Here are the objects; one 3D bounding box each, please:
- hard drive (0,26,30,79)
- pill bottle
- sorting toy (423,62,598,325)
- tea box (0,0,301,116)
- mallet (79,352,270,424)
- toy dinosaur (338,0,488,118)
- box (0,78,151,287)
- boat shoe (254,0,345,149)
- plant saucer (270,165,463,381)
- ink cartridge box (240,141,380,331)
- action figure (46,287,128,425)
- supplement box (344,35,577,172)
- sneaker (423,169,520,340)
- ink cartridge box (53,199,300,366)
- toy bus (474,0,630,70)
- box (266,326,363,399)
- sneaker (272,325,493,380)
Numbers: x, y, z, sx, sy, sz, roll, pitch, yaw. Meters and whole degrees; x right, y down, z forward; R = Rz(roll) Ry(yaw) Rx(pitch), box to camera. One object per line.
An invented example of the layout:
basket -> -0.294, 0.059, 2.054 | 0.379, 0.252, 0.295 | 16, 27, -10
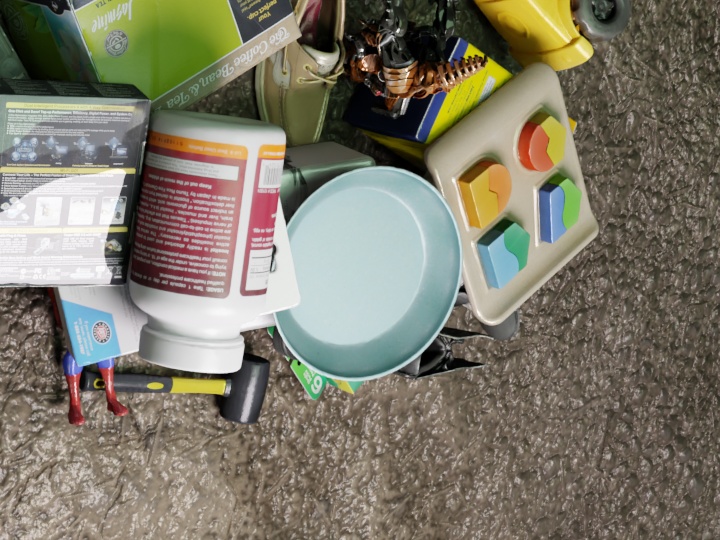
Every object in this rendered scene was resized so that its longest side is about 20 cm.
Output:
hard drive -> -0.326, -0.116, 1.588 | 0.140, 0.038, 0.200 | -42, 126, -25
pill bottle -> -0.127, -0.024, 1.558 | 0.113, 0.113, 0.201 | 2, 99, -42
sorting toy -> 0.155, -0.073, 1.875 | 0.185, 0.036, 0.200 | -40, 124, -30
tea box -> -0.186, -0.242, 1.611 | 0.200, 0.133, 0.197 | -35, 122, -28
mallet -> -0.173, 0.116, 1.797 | 0.200, 0.041, 0.066 | -3, 107, -36
toy dinosaur -> 0.050, -0.206, 1.783 | 0.102, 0.200, 0.136 | -13, 110, -57
box -> -0.272, -0.067, 1.509 | 0.199, 0.049, 0.162 | -1, 114, -28
boat shoe -> -0.050, -0.202, 1.788 | 0.074, 0.066, 0.201 | -14, 113, -40
plant saucer -> 0.000, 0.000, 1.755 | 0.200, 0.036, 0.201 | -9, 108, -28
ink cartridge box -> -0.089, -0.030, 1.768 | 0.200, 0.083, 0.146 | -10, 109, -27
action figure -> -0.239, 0.033, 1.692 | 0.065, 0.052, 0.201 | -10, 102, -19
supplement box -> 0.102, -0.148, 1.911 | 0.200, 0.109, 0.110 | 30, 82, -43
sneaker -> 0.086, 0.002, 1.911 | 0.088, 0.074, 0.200 | -42, 117, -24
ink cartridge box -> -0.162, -0.003, 1.647 | 0.199, 0.067, 0.116 | -14, 103, -13
toy bus -> 0.186, -0.329, 1.935 | 0.192, 0.136, 0.200 | 40, 73, -25
box -> 0.001, 0.029, 1.916 | 0.200, 0.048, 0.117 | -46, 128, -20
sneaker -> 0.022, 0.068, 1.843 | 0.199, 0.104, 0.060 | 3, 100, -42
